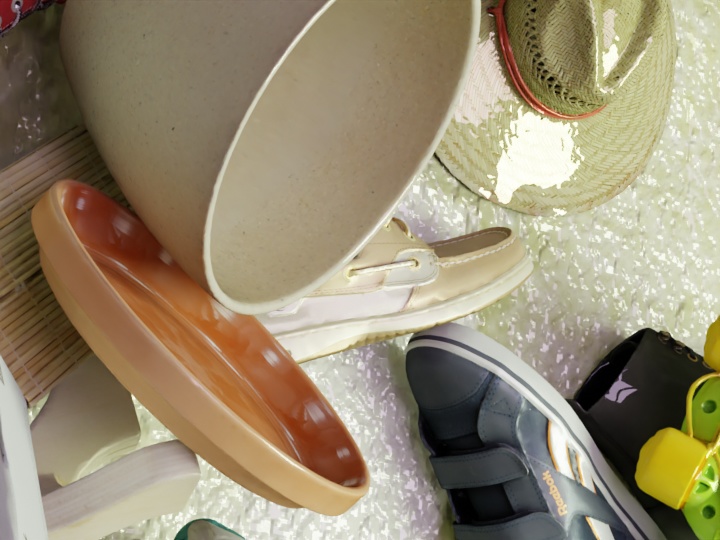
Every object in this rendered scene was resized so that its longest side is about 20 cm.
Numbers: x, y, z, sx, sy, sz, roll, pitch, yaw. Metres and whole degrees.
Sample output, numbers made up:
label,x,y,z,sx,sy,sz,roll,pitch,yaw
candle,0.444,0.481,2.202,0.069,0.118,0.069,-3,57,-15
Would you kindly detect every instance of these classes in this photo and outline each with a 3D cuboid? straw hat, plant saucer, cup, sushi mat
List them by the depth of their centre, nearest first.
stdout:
label,x,y,z,sx,sy,sz,roll,pitch,yaw
plant saucer,-0.076,0.039,1.243,0.032,0.200,0.200,-44,110,9
sushi mat,-0.145,-0.006,1.276,0.096,0.012,0.200,60,23,-6
cup,-0.059,-0.100,1.305,0.143,0.200,0.200,34,60,24
straw hat,0.120,-0.134,1.476,0.201,0.085,0.202,4,82,-31

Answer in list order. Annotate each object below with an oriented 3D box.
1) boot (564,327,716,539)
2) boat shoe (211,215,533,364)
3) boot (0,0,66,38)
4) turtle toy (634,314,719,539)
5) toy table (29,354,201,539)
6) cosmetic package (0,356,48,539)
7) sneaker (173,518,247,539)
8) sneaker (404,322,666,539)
label,x,y,z,sx,sy,sz,roll,pitch,yaw
boot,0.213,0.058,1.518,0.138,0.077,0.200,48,62,-12
boat shoe,0.000,0.000,1.396,0.200,0.074,0.069,-17,99,-30
boot,-0.164,-0.126,1.318,0.144,0.072,0.200,24,69,-28
turtle toy,0.218,0.122,1.431,0.146,0.101,0.200,29,81,12
toy table,-0.145,0.130,1.247,0.117,0.184,0.200,-9,79,-19
cosmetic package,-0.234,0.108,1.133,0.200,0.081,0.113,-12,61,0
sneaker,-0.045,0.210,1.343,0.077,0.080,0.200,-20,113,-12
sneaker,0.084,0.117,1.429,0.200,0.078,0.079,48,58,-19
